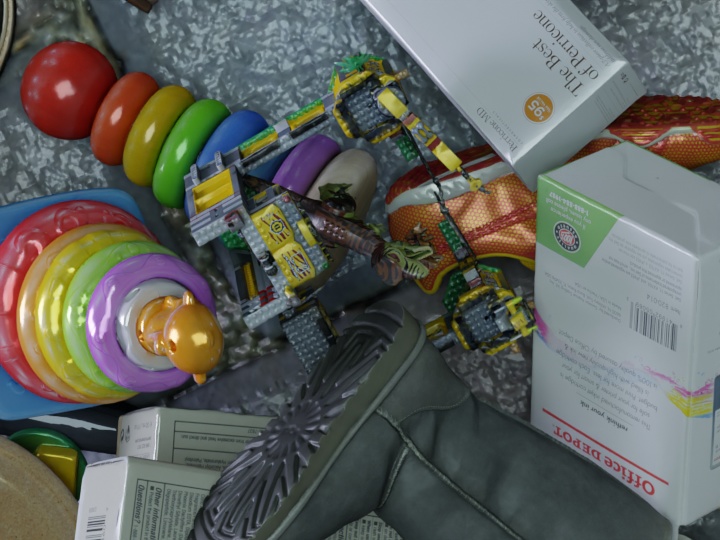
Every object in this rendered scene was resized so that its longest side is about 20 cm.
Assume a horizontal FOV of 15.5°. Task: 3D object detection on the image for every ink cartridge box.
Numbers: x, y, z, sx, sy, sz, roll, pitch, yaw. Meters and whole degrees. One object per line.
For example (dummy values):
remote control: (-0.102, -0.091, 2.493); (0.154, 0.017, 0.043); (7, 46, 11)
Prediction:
ink cartridge box: (0.150, 0.049, 1.365); (0.117, 0.067, 0.201); (31, 132, 42)

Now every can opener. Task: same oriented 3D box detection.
can opener: (-0.214, 0.066, 1.453); (0.199, 0.063, 0.079); (17, 104, 5)

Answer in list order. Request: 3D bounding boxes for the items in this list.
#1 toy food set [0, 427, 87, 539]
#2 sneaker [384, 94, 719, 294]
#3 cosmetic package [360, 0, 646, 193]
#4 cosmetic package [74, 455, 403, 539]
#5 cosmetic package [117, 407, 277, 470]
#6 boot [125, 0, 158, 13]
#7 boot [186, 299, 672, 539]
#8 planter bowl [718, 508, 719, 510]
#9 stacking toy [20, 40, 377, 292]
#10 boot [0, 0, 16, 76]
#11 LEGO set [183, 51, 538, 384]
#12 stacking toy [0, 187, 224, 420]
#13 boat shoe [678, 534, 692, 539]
toy food set: (-0.232, 0.166, 1.444); (0.197, 0.049, 0.201); (8, 113, -1)
sneaker: (0.114, -0.043, 1.422); (0.199, 0.073, 0.077); (-18, 105, 13)
cosmetic package: (0.053, -0.142, 1.394); (0.083, 0.051, 0.200); (-43, 66, 4)
cosmetic package: (-0.041, 0.158, 1.328); (0.199, 0.073, 0.104); (12, 78, -22)
cosmetic package: (-0.076, 0.177, 1.397); (0.103, 0.073, 0.201); (7, 81, -22)
boot: (-0.155, -0.256, 1.444); (0.200, 0.070, 0.146); (37, 82, -10)
boot: (0.036, 0.135, 1.293); (0.182, 0.073, 0.200); (-47, 117, -4)
planter bowl: (0.259, 0.058, 1.392); (0.200, 0.083, 0.201); (0, 92, 6)
stacking toy: (-0.094, -0.068, 1.436); (0.200, 0.085, 0.086); (29, 94, 10)
boot: (-0.238, -0.117, 1.416); (0.077, 0.138, 0.201); (0, 90, 7)
LEGO set: (0.000, 0.000, 1.324); (0.153, 0.116, 0.201); (-21, 110, 1)
stacking toy: (-0.116, 0.023, 1.334); (0.109, 0.200, 0.117); (-11, 100, -27)
boat shoe: (0.151, 0.236, 1.414); (0.067, 0.072, 0.200); (18, 109, -36)
